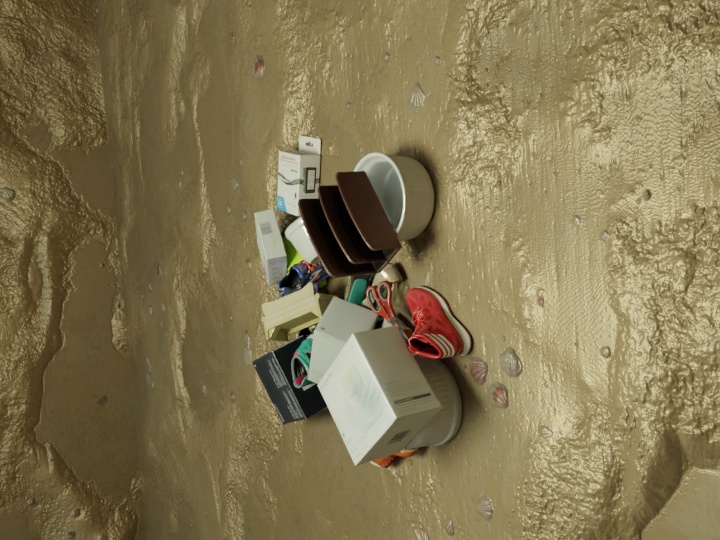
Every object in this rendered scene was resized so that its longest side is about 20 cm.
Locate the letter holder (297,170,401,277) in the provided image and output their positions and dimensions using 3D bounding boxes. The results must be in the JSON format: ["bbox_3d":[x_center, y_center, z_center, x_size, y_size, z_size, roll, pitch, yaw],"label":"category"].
[{"bbox_3d":[-0.030,-0.098,1.446,0.101,0.142,0.200,-51,55,46],"label":"letter holder"}]

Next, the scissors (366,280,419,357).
[{"bbox_3d":[0.069,0.115,1.535,0.073,0.014,0.200,-36,67,33],"label":"scissors"}]

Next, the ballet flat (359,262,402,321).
[{"bbox_3d":[0.043,0.074,1.609,0.067,0.068,0.200,47,133,29],"label":"ballet flat"}]

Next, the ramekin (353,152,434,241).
[{"bbox_3d":[0.069,-0.155,1.505,0.200,0.098,0.201,14,107,53],"label":"ramekin"}]

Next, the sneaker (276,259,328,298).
[{"bbox_3d":[-0.134,0.002,1.774,0.200,0.078,0.075,-48,63,-1],"label":"sneaker"}]

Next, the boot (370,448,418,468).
[{"bbox_3d":[0.073,0.418,1.630,0.200,0.075,0.107,0,110,53],"label":"boot"}]

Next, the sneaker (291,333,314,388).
[{"bbox_3d":[-0.106,0.273,1.758,0.200,0.121,0.084,55,142,-1],"label":"sneaker"}]

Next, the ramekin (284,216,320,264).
[{"bbox_3d":[-0.070,-0.091,1.635,0.202,0.202,0.094,-36,78,51],"label":"ramekin"}]

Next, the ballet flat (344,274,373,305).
[{"bbox_3d":[0.000,0.000,1.664,0.075,0.068,0.200,-110,32,-45],"label":"ballet flat"}]

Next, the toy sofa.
[{"bbox_3d":[-0.153,0.106,1.761,0.200,0.083,0.098,-24,69,31],"label":"toy sofa"}]

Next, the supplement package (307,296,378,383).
[{"bbox_3d":[-0.043,0.180,1.628,0.117,0.117,0.200,21,139,10],"label":"supplement package"}]

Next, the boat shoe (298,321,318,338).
[{"bbox_3d":[-0.100,0.151,1.814,0.200,0.073,0.075,-44,60,48],"label":"boat shoe"}]

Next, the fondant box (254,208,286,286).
[{"bbox_3d":[-0.249,-0.060,1.934,0.200,0.058,0.145,101,153,-67],"label":"fondant box"}]

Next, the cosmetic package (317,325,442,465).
[{"bbox_3d":[0.032,0.255,1.425,0.200,0.123,0.199,62,139,30],"label":"cosmetic package"}]

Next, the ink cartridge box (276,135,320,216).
[{"bbox_3d":[-0.165,-0.254,1.844,0.116,0.068,0.200,21,112,51],"label":"ink cartridge box"}]

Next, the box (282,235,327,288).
[{"bbox_3d":[-0.155,-0.014,1.886,0.122,0.048,0.200,-35,67,52],"label":"box"}]

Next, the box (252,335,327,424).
[{"bbox_3d":[-0.181,0.297,1.871,0.200,0.104,0.182,63,149,2],"label":"box"}]

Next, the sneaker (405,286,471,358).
[{"bbox_3d":[0.131,0.105,1.443,0.200,0.115,0.078,44,129,40],"label":"sneaker"}]

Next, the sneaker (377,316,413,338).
[{"bbox_3d":[0.057,0.188,1.613,0.092,0.076,0.200,56,130,44],"label":"sneaker"}]

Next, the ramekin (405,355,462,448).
[{"bbox_3d":[0.115,0.289,1.507,0.200,0.105,0.201,14,107,53],"label":"ramekin"}]
